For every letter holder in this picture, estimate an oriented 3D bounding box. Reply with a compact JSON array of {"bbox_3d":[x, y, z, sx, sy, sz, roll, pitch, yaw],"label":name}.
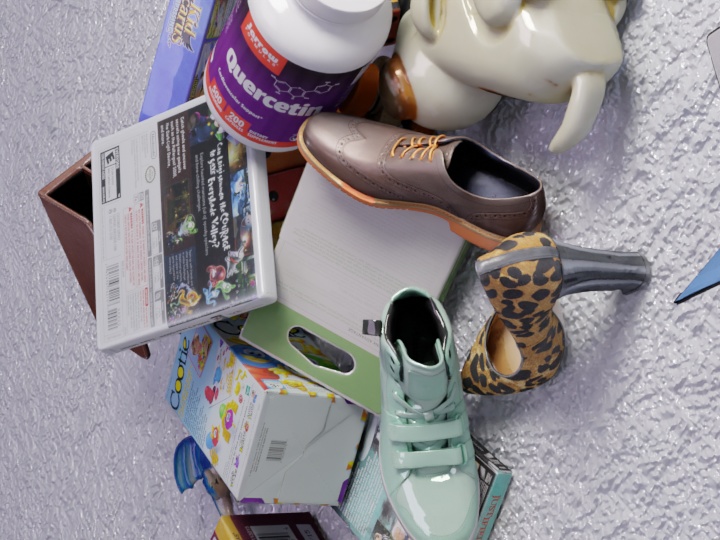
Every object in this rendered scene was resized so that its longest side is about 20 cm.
[{"bbox_3d":[-0.202,-0.007,1.323,0.142,0.101,0.200,30,149,34],"label":"letter holder"}]

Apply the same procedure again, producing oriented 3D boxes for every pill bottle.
[{"bbox_3d":[-0.046,-0.179,1.053,0.200,0.112,0.113,133,131,-60],"label":"pill bottle"}]

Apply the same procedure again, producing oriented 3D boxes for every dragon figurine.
[{"bbox_3d":[-0.146,0.193,1.356,0.099,0.059,0.201,-5,81,54],"label":"dragon figurine"}]

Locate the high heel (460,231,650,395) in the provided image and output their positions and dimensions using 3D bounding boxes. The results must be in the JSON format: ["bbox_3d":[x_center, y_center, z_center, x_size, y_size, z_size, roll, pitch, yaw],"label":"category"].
[{"bbox_3d":[0.092,0.036,0.972,0.200,0.142,0.072,-44,53,43],"label":"high heel"}]

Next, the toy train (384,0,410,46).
[{"bbox_3d":[0.006,-0.278,1.155,0.085,0.114,0.201,93,162,-68],"label":"toy train"}]

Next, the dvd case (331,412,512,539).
[{"bbox_3d":[0.039,0.176,1.134,0.200,0.022,0.146,38,116,48],"label":"dvd case"}]

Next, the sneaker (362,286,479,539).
[{"bbox_3d":[0.044,0.110,1.007,0.118,0.073,0.201,74,-173,-76],"label":"sneaker"}]

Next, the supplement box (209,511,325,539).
[{"bbox_3d":[-0.094,0.335,1.230,0.131,0.103,0.200,52,126,43],"label":"supplement box"}]

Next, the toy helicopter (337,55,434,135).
[{"bbox_3d":[-0.010,-0.088,1.180,0.201,0.079,0.132,-70,21,8],"label":"toy helicopter"}]

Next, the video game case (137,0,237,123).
[{"bbox_3d":[-0.129,-0.236,1.290,0.045,0.181,0.201,22,109,11],"label":"video game case"}]

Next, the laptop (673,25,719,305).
[{"bbox_3d":[0.259,-0.103,0.780,0.187,0.116,0.201,-33,60,47],"label":"laptop"}]

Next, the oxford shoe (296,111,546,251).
[{"bbox_3d":[0.047,-0.083,1.024,0.073,0.199,0.071,97,-164,-59],"label":"oxford shoe"}]

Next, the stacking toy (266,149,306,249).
[{"bbox_3d":[-0.072,-0.052,1.254,0.146,0.146,0.201,-17,90,52],"label":"stacking toy"}]

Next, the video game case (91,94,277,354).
[{"bbox_3d":[-0.155,-0.045,1.171,0.181,0.023,0.201,-18,66,29],"label":"video game case"}]

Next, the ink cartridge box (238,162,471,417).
[{"bbox_3d":[0.000,0.000,1.120,0.145,0.048,0.201,28,117,10],"label":"ink cartridge box"}]

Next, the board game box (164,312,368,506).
[{"bbox_3d":[-0.088,0.116,1.227,0.200,0.103,0.105,41,118,57],"label":"board game box"}]

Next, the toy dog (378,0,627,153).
[{"bbox_3d":[0.103,-0.171,1.012,0.200,0.139,0.195,-20,88,53],"label":"toy dog"}]
